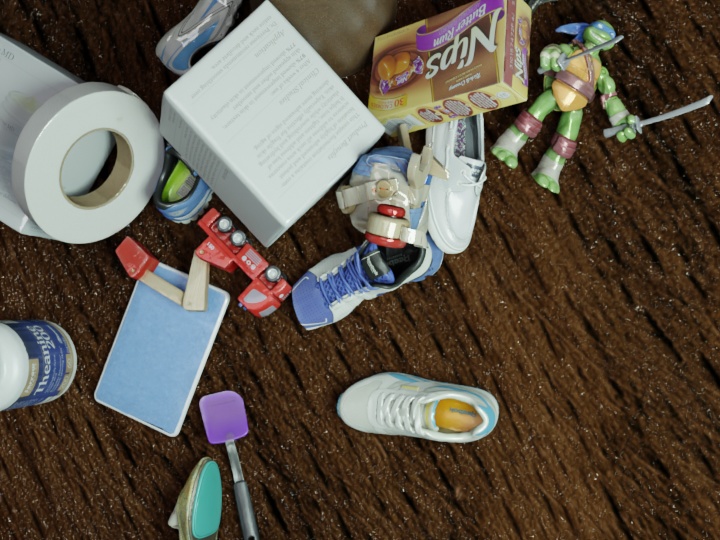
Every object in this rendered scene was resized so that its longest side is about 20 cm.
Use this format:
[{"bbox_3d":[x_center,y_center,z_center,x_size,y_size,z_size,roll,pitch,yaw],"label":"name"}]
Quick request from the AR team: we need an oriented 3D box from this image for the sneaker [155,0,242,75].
[{"bbox_3d":[-0.180,-0.334,1.296,0.072,0.072,0.201,39,92,-15],"label":"sneaker"}]

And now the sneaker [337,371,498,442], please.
[{"bbox_3d":[0.066,0.165,1.215,0.197,0.081,0.078,0,89,12],"label":"sneaker"}]

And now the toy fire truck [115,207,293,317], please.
[{"bbox_3d":[-0.197,0.002,1.278,0.141,0.049,0.200,-45,79,-3],"label":"toy fire truck"}]

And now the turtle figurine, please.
[{"bbox_3d":[0.248,-0.186,1.152,0.200,0.143,0.195,45,111,36],"label":"turtle figurine"}]

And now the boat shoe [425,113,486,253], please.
[{"bbox_3d":[0.122,-0.124,1.214,0.071,0.068,0.203,10,80,-32],"label":"boat shoe"}]

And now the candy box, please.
[{"bbox_3d":[0.102,-0.238,1.180,0.198,0.056,0.119,-9,68,42],"label":"candy box"}]

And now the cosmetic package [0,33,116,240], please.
[{"bbox_3d":[-0.441,-0.178,1.308,0.198,0.123,0.202,30,92,10],"label":"cosmetic package"}]

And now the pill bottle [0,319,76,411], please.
[{"bbox_3d":[-0.446,0.118,1.255,0.109,0.200,0.113,0,88,11],"label":"pill bottle"}]

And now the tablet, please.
[{"bbox_3d":[-0.260,0.100,1.315,0.129,0.014,0.203,22,91,11],"label":"tablet"}]

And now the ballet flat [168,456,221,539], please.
[{"bbox_3d":[-0.211,0.339,1.273,0.070,0.071,0.203,-5,87,11],"label":"ballet flat"}]

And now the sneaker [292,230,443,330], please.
[{"bbox_3d":[0.001,0.000,1.217,0.197,0.115,0.082,-24,82,9],"label":"sneaker"}]

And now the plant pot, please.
[{"bbox_3d":[-0.061,-0.344,1.200,0.184,0.200,0.190,-1,87,11],"label":"plant pot"}]

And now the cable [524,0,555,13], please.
[{"bbox_3d":[0.225,-0.345,1.220,0.198,0.050,0.098,-24,82,8],"label":"cable"}]

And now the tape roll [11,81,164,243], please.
[{"bbox_3d":[-0.333,-0.132,1.247,0.037,0.202,0.205,31,93,35],"label":"tape roll"}]

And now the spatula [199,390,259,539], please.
[{"bbox_3d":[-0.158,0.255,1.284,0.056,0.021,0.203,-14,87,-5],"label":"spatula"}]

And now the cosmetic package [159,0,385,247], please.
[{"bbox_3d":[-0.109,-0.164,1.178,0.167,0.166,0.200,-44,94,-15],"label":"cosmetic package"}]

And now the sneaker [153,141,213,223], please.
[{"bbox_3d":[-0.195,-0.150,1.274,0.078,0.089,0.202,32,94,9],"label":"sneaker"}]

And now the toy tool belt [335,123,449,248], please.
[{"bbox_3d":[0.037,-0.101,1.130,0.123,0.200,0.125,11,100,0],"label":"toy tool belt"}]
